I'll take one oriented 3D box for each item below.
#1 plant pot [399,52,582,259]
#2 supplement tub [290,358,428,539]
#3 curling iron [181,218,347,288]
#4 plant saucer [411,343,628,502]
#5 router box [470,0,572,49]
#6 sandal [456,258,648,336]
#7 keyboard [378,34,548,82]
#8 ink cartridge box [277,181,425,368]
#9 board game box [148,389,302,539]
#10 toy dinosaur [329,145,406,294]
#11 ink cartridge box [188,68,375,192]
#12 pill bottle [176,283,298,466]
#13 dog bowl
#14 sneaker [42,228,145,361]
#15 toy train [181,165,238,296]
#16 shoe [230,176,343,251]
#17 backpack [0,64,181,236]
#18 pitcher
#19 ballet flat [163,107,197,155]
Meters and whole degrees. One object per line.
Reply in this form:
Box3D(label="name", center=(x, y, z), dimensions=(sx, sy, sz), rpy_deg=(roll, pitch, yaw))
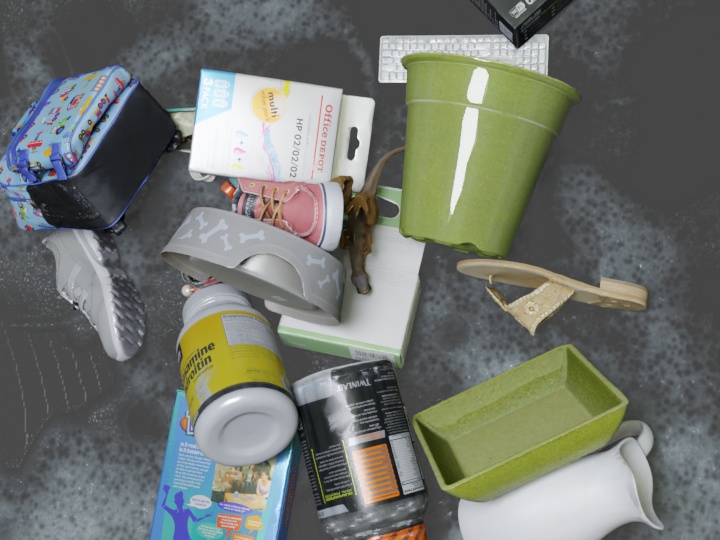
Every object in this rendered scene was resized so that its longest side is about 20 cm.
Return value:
Box3D(label="plant pot", center=(0.119, -0.116, 1.225), dimensions=(0.199, 0.200, 0.191), rpy_deg=(14, 89, 13))
Box3D(label="supplement tub", center=(0.002, 0.205, 1.226), dimensions=(0.122, 0.123, 0.201), rpy_deg=(-16, 79, 8))
Box3D(label="curling iron", center=(-0.109, -0.025, 1.283), dimensions=(0.199, 0.026, 0.050), rpy_deg=(-15, 96, 0))
Box3D(label="plant saucer", center=(0.165, 0.164, 1.173), dimensions=(0.200, 0.200, 0.048), rpy_deg=(-26, 105, 0))
Box3D(label="router box", center=(0.203, -0.380, 1.307), dimensions=(0.200, 0.062, 0.150), rpy_deg=(-42, 73, 0))
Box3D(label="sandal", center=(0.205, 0.039, 1.237), dimensions=(0.211, 0.078, 0.070), rpy_deg=(9, 77, 7))
Box3D(label="keyboard", center=(0.120, -0.249, 1.334), dimensions=(0.199, 0.011, 0.056), rpy_deg=(2, 81, 11))
Box3D(label="ink cartridge box", center=(0.000, 0.000, 1.300), dimensions=(0.145, 0.048, 0.200), rpy_deg=(10, 68, 12))
Box3D(label="board game box", center=(-0.152, 0.247, 1.288), dimensions=(0.152, 0.045, 0.201), rpy_deg=(9, 83, 13))
Box3D(label="toy dinosaur", center=(0.003, -0.075, 1.264), dimensions=(0.060, 0.106, 0.201), rpy_deg=(9, 75, 22))
Box3D(label="ink cartridge box", center=(-0.085, -0.154, 1.270), dimensions=(0.199, 0.068, 0.116), rpy_deg=(7, 94, -5))
Box3D(label="pill bottle", center=(-0.141, 0.108, 1.240), dimensions=(0.112, 0.112, 0.200), rpy_deg=(-29, 42, 5))
Box3D(label="dog bowl", center=(-0.105, -0.005, 1.180), dimensions=(0.200, 0.200, 0.059), rpy_deg=(19, 80, 13))
Box3D(label="sneaker", center=(-0.319, 0.026, 1.350), dimensions=(0.082, 0.075, 0.200), rpy_deg=(-30, 65, 11))
Box3D(label="toy train", center=(-0.150, -0.051, 1.331), dimensions=(0.150, 0.056, 0.201), rpy_deg=(-7, 80, 9))
Box3D(label="shoe", center=(-0.081, -0.060, 1.179), dimensions=(0.091, 0.200, 0.072), rpy_deg=(3, 94, -15))
Box3D(label="backpack", center=(-0.337, -0.135, 1.310), dimensions=(0.200, 0.135, 0.183), rpy_deg=(-2, 49, 37))
Box3D(label="pitcher", center=(0.213, 0.231, 1.188), dimensions=(0.200, 0.172, 0.121), rpy_deg=(-24, 103, 26))
Box3D(label="ballet flat", center=(-0.157, -0.171, 1.353), dimensions=(0.199, 0.067, 0.063), rpy_deg=(-5, 91, 19))
